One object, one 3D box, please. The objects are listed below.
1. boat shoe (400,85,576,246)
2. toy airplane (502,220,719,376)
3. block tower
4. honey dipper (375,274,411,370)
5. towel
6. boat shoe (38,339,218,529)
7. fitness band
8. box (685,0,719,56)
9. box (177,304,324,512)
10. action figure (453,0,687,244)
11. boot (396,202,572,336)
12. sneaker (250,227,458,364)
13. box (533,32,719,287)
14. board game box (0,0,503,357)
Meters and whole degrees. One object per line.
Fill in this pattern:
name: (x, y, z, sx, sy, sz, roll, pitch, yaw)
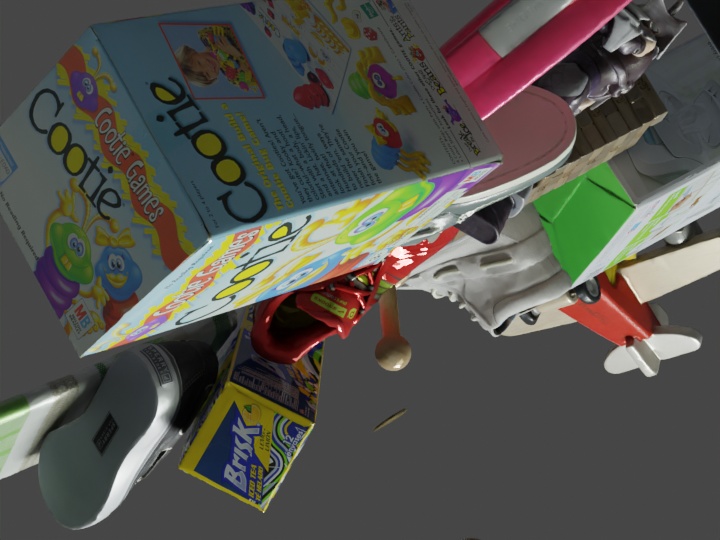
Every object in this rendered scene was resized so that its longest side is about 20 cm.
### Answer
boat shoe: (0.024, -0.049, 1.076, 0.200, 0.073, 0.062, -16, 152, 10)
toy airplane: (0.219, 0.006, 1.750, 0.200, 0.141, 0.199, 3, 150, -4)
block tower: (0.103, -0.075, 1.307, 0.200, 0.054, 0.058, -28, 170, -14)
honey dipper: (0.020, 0.017, 1.290, 0.038, 0.038, 0.200, -32, -161, 9)
towel: (-0.189, 0.086, 1.336, 0.200, 0.031, 0.149, -22, 164, -29)
boat shoe: (-0.150, 0.104, 1.291, 0.066, 0.070, 0.200, -16, 154, -39)
fitness band: (0.090, -0.127, 0.968, 0.200, 0.037, 0.144, -36, -173, 34)
box: (0.322, -0.152, 1.294, 0.107, 0.149, 0.200, -36, 168, 28)
box: (-0.069, 0.085, 1.304, 0.070, 0.064, 0.200, -60, -175, 12)
action figure: (0.117, -0.107, 1.161, 0.200, 0.069, 0.130, -43, 168, -33)
boot: (0.069, 0.009, 1.411, 0.074, 0.096, 0.200, -31, -178, -32)
sneaker: (0.000, 0.000, 1.224, 0.200, 0.077, 0.085, -42, -158, 42)
box: (0.228, -0.088, 1.468, 0.176, 0.097, 0.200, -29, 169, -15)
board game box: (-0.050, -0.050, 0.873, 0.200, 0.105, 0.103, -17, 163, -49)
